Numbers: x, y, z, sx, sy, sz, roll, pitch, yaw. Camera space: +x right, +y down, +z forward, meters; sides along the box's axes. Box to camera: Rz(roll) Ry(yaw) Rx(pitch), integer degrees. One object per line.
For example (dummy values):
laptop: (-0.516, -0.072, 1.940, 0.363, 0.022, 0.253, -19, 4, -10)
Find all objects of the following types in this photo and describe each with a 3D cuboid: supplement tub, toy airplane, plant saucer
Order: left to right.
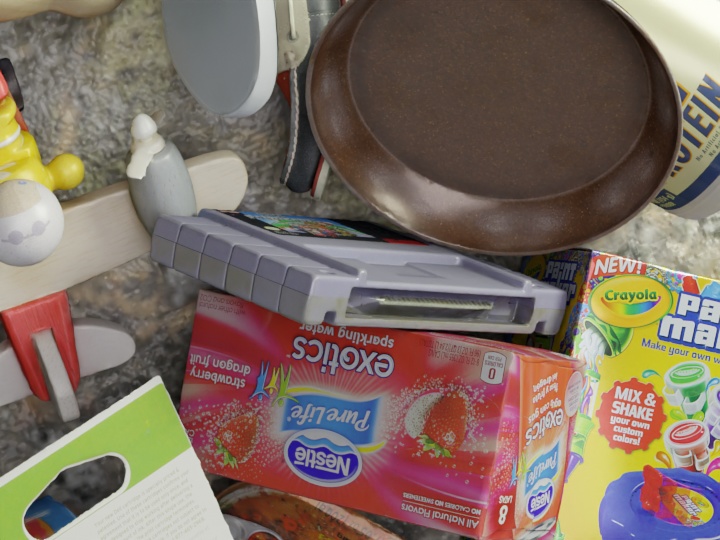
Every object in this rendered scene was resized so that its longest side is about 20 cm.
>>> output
toy airplane: (-0.183, -0.013, 1.345, 0.198, 0.141, 0.201, 28, 86, -14)
plant saucer: (0.071, -0.092, 1.344, 0.199, 0.200, 0.035, 27, 44, -13)
supplement tub: (0.136, -0.133, 1.415, 0.199, 0.145, 0.146, 27, 86, -13)

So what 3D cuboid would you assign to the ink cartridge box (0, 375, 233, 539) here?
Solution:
ink cartridge box: (-0.132, 0.172, 1.291, 0.147, 0.076, 0.201, -32, 110, -31)

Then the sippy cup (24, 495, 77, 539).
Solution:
sippy cup: (-0.194, 0.193, 1.365, 0.130, 0.139, 0.179, -30, 125, -20)

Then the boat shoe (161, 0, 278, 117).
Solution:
boat shoe: (-0.071, -0.170, 1.362, 0.068, 0.073, 0.201, 8, 54, -46)

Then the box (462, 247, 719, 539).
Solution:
box: (0.182, 0.101, 1.449, 0.198, 0.122, 0.194, 12, 89, -14)

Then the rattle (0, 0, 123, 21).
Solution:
rattle: (-0.154, -0.201, 1.333, 0.199, 0.131, 0.143, 20, 127, -12)

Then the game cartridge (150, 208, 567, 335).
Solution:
game cartridge: (0.000, 0.000, 1.356, 0.199, 0.129, 0.039, 4, 107, -47)

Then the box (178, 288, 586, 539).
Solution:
box: (0.008, 0.076, 1.365, 0.199, 0.095, 0.101, 11, 92, 30)

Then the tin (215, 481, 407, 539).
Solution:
tin: (-0.006, 0.192, 1.414, 0.199, 0.112, 0.042, 30, 130, -5)

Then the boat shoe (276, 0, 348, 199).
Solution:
boat shoe: (-0.034, -0.141, 1.412, 0.062, 0.071, 0.202, 4, 90, -7)
